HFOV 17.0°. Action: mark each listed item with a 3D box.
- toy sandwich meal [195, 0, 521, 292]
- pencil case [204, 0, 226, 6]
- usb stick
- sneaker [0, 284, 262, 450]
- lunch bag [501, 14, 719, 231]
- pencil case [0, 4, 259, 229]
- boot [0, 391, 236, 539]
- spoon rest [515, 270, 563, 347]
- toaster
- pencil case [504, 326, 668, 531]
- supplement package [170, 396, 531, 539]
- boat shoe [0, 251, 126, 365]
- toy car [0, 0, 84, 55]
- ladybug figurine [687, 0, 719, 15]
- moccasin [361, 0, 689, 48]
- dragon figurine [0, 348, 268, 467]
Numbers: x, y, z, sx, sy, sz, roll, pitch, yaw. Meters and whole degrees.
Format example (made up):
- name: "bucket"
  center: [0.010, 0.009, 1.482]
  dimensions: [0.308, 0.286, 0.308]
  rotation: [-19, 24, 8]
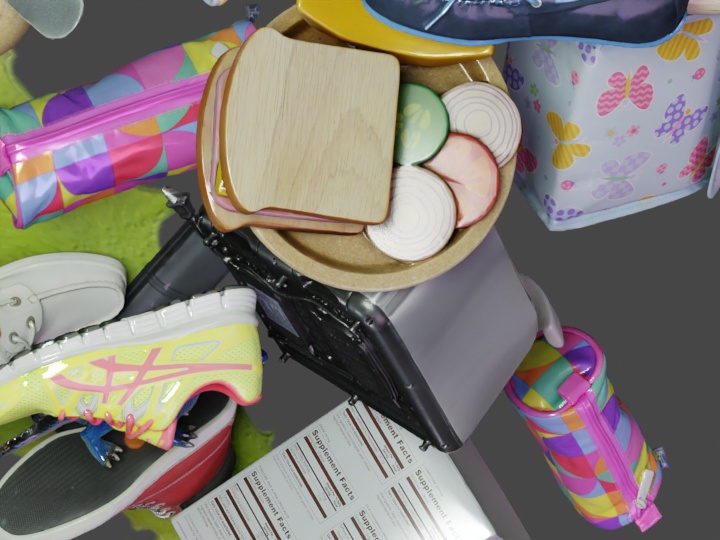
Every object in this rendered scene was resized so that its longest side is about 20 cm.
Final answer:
- name: "toy sandwich meal"
  center: [0.003, -0.083, 1.445]
  dimensions: [0.204, 0.207, 0.070]
  rotation: [-19, 179, -12]
- name: "pencil case"
  center: [-0.016, -0.223, 1.432]
  dimensions: [0.198, 0.091, 0.083]
  rotation: [-20, 139, -10]
- name: "usb stick"
  center: [-0.154, 0.038, 1.662]
  dimensions: [0.200, 0.033, 0.055]
  rotation: [-47, 141, 20]
- name: "sneaker"
  center: [-0.151, 0.076, 1.537]
  dimensions: [0.198, 0.091, 0.078]
  rotation: [-17, 180, -7]
- name: "lunch bag"
  center: [0.203, -0.135, 1.623]
  dimensions: [0.199, 0.127, 0.171]
  rotation: [-15, 137, -26]
- name: "pencil case"
  center: [-0.137, -0.094, 1.501]
  dimensions: [0.199, 0.089, 0.089]
  rotation: [-22, 139, -10]
- name: "boot"
  center: [-0.173, 0.160, 1.721]
  dimensions: [0.199, 0.073, 0.145]
  rotation: [-31, 155, -20]
- name: "spoon rest"
  center: [0.045, 0.037, 1.735]
  dimensions: [0.198, 0.061, 0.099]
  rotation: [-8, 155, 13]
- name: "toaster"
  center: [0.000, 0.000, 1.585]
  dimensions: [0.119, 0.180, 0.200]
  rotation: [-49, 141, -15]
- name: "pencil case"
  center: [0.179, 0.126, 1.894]
  dimensions: [0.088, 0.089, 0.200]
  rotation: [-32, 139, 3]
- name: "supplement package"
  center: [0.001, 0.200, 1.788]
  dimensions: [0.199, 0.148, 0.191]
  rotation: [-34, 161, 5]
- name: "boat shoe"
  center: [-0.243, 0.045, 1.590]
  dimensions: [0.198, 0.070, 0.071]
  rotation: [-16, 138, -15]
- name: "toy car"
  center: [-0.197, -0.161, 1.306]
  dimensions: [0.157, 0.201, 0.165]
  rotation: [11, 126, -37]
- name: "ladybug figurine"
  center: [0.191, -0.224, 1.520]
  dimensions: [0.198, 0.137, 0.072]
  rotation: [20, 163, -7]
- name: "moccasin"
  center: [0.100, -0.181, 1.432]
  dimensions: [0.198, 0.081, 0.068]
  rotation: [-2, 142, -12]
- name: "dragon figurine"
  center: [-0.162, 0.076, 1.624]
  dimensions: [0.198, 0.059, 0.100]
  rotation: [-8, 133, -6]
